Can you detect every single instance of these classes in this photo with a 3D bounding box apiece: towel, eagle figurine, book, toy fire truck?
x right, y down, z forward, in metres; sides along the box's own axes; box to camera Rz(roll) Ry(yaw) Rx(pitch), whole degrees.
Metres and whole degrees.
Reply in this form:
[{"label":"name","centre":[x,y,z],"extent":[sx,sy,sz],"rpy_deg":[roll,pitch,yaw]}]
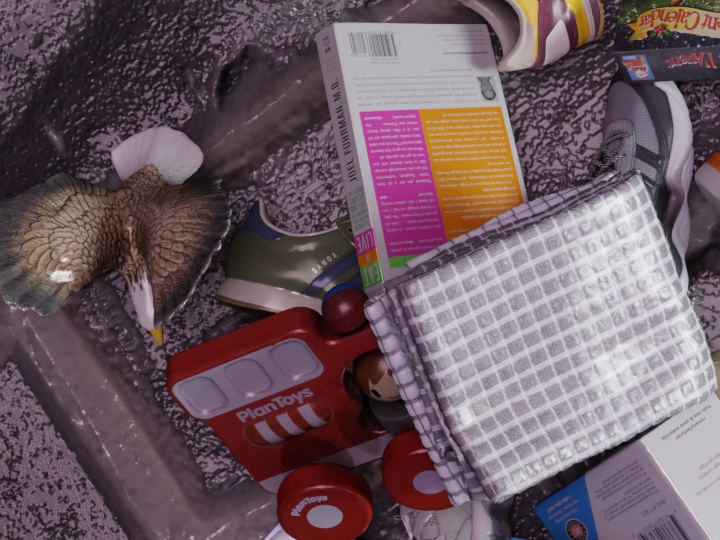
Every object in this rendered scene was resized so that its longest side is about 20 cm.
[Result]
[{"label":"towel","centre":[0.121,0.045,1.421],"extent":[0.200,0.086,0.166],"rpy_deg":[-26,102,-16]},{"label":"eagle figurine","centre":[-0.159,-0.019,1.528],"extent":[0.152,0.200,0.151],"rpy_deg":[-45,82,4]},{"label":"book","centre":[0.047,-0.075,1.536],"extent":[0.133,0.048,0.200],"rpy_deg":[-3,77,-34]},{"label":"toy fire truck","centre":[-0.011,0.085,1.490],"extent":[0.200,0.168,0.112],"rpy_deg":[-22,41,20]}]

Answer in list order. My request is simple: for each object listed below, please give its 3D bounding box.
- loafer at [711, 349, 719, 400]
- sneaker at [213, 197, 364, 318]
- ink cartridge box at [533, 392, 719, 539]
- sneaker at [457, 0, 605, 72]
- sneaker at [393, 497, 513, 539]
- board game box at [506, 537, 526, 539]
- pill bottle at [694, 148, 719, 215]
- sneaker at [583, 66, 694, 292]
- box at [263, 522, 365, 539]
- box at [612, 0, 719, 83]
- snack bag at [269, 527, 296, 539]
[{"label":"loafer","centre":[0.286,0.134,1.520],"extent":[0.200,0.076,0.067],"rpy_deg":[45,99,8]},{"label":"sneaker","centre":[0.000,0.000,1.572],"extent":[0.200,0.067,0.090],"rpy_deg":[11,82,5]},{"label":"ink cartridge box","centre":[0.232,0.203,1.484],"extent":[0.084,0.146,0.200],"rpy_deg":[-30,83,-36]},{"label":"sneaker","centre":[0.095,-0.240,1.559],"extent":[0.090,0.075,0.200],"rpy_deg":[-25,83,-15]},{"label":"sneaker","centre":[0.063,0.189,1.543],"extent":[0.082,0.075,0.200],"rpy_deg":[-3,61,21]},{"label":"board game box","centre":[0.174,0.291,1.434],"extent":[0.200,0.056,0.196],"rpy_deg":[7,106,29]},{"label":"pill bottle","centre":[0.339,-0.093,1.506],"extent":[0.200,0.114,0.114],"rpy_deg":[-44,82,4]},{"label":"sneaker","centre":[0.167,-0.054,1.521],"extent":[0.114,0.075,0.200],"rpy_deg":[4,82,-29]},{"label":"box","centre":[-0.009,0.276,1.564],"extent":[0.200,0.038,0.137],"rpy_deg":[41,92,8]},{"label":"box","centre":[0.282,-0.198,1.501],"extent":[0.200,0.038,0.137],"rpy_deg":[-2,56,25]},{"label":"snack bag","centre":[-0.055,0.303,1.516],"extent":[0.200,0.021,0.189],"rpy_deg":[-41,78,-3]}]
